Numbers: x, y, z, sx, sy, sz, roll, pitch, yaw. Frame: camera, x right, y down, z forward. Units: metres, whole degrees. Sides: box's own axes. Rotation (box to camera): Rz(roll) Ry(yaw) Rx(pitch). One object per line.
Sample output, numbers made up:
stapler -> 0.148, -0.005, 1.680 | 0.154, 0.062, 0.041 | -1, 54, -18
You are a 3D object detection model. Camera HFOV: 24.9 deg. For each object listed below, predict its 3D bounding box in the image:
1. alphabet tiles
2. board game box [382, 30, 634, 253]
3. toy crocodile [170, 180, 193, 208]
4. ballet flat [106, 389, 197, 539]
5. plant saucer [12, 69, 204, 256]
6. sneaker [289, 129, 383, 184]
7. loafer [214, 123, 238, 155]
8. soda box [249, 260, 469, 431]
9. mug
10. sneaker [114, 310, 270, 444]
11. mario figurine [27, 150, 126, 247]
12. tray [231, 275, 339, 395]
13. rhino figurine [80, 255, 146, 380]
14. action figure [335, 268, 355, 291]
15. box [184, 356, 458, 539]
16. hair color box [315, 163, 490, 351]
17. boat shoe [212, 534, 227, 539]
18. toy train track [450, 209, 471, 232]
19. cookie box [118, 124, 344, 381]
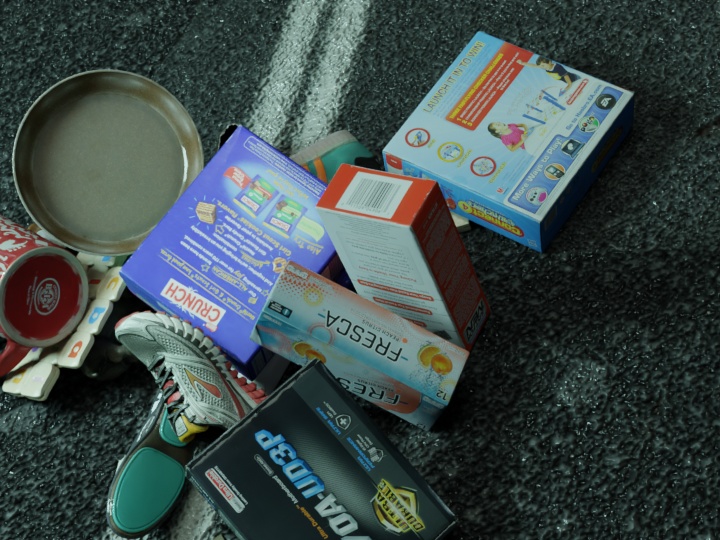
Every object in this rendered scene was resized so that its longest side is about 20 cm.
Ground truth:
alphabet tiles -> -0.314, 0.048, 1.754 | 0.195, 0.015, 0.200 | 0, 58, 55
board game box -> 0.159, -0.141, 1.740 | 0.195, 0.056, 0.200 | 26, 62, 25
toy crocodile -> -0.211, -0.070, 1.808 | 0.200, 0.062, 0.068 | -9, 69, 56
ballet flat -> -0.199, 0.184, 1.612 | 0.073, 0.073, 0.200 | 5, 53, 26
plant saucer -> -0.267, -0.112, 1.728 | 0.199, 0.032, 0.201 | 2, 81, -11
sneaker -> -0.055, -0.079, 1.770 | 0.080, 0.071, 0.200 | 40, 58, 22
loafer -> -0.151, -0.086, 1.830 | 0.073, 0.071, 0.200 | -12, 47, 12
soda box -> -0.001, 0.073, 1.563 | 0.199, 0.064, 0.069 | 27, 57, 0
mug -> -0.378, 0.025, 1.753 | 0.133, 0.178, 0.200 | -32, 30, -29
sneaker -> -0.160, 0.117, 1.576 | 0.200, 0.078, 0.082 | 42, 59, -2
mario figurine -> -0.322, -0.093, 1.824 | 0.106, 0.124, 0.200 | -16, -8, -39
tray -> -0.102, 0.042, 1.717 | 0.107, 0.022, 0.200 | 16, 56, 22
rhino figurine -> -0.263, 0.037, 1.770 | 0.087, 0.060, 0.200 | -27, 40, 24
action figure -> 0.000, 0.000, 1.711 | 0.065, 0.052, 0.200 | -4, 46, 26
box -> -0.035, 0.204, 1.466 | 0.159, 0.046, 0.200 | -39, 81, -15
hair color box -> 0.045, -0.010, 1.590 | 0.111, 0.200, 0.064 | 13, 56, 31
boat shoe -> -0.108, 0.322, 1.447 | 0.068, 0.072, 0.200 | -34, 36, -5
toy train track -> 0.095, -0.123, 1.792 | 0.114, 0.033, 0.200 | -14, 47, 9
cookie box -> -0.117, -0.018, 1.663 | 0.171, 0.075, 0.200 | 35, 76, 15
